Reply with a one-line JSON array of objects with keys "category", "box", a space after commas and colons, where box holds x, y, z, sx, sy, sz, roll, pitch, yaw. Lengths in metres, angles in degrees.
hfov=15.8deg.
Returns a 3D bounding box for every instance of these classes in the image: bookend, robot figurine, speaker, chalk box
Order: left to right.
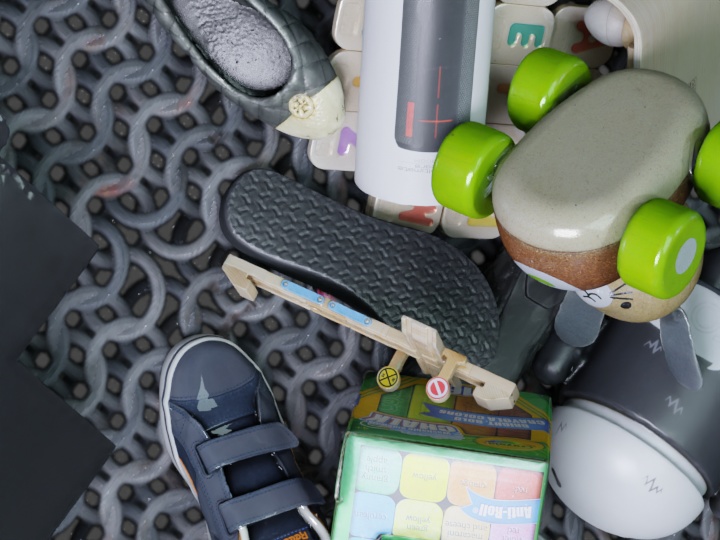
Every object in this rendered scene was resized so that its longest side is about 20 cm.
[{"category": "bookend", "box": [-0.215, 0.047, 1.499, 0.199, 0.092, 0.200, 43, 73, -24]}, {"category": "speaker", "box": [0.040, -0.143, 1.560, 0.081, 0.081, 0.201, -9, 117, -27]}, {"category": "chalk box", "box": [0.046, 0.148, 1.551, 0.124, 0.200, 0.125, 9, 101, 2]}, {"category": "robot figurine", "box": [0.202, 0.081, 1.703, 0.200, 0.150, 0.125, -56, 151, -15]}]

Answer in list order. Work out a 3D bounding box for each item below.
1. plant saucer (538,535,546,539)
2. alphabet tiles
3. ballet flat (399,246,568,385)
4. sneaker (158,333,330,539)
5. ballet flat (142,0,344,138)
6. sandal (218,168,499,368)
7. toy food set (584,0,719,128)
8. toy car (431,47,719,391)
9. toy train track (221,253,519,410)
[{"category": "plant saucer", "box": [0.073, 0.257, 1.684, 0.199, 0.050, 0.201, -2, 94, -28]}, {"category": "alphabet tiles", "box": [0.067, -0.114, 1.638, 0.195, 0.015, 0.201, 3, 113, -24]}, {"category": "ballet flat", "box": [0.077, 0.053, 1.680, 0.066, 0.057, 0.200, 43, 80, -9]}, {"category": "sneaker", "box": [-0.064, 0.136, 1.591, 0.078, 0.079, 0.201, -19, 100, -24]}, {"category": "ballet flat", "box": [-0.087, -0.148, 1.559, 0.066, 0.057, 0.200, -42, 107, 16]}, {"category": "sandal", "box": [0.000, 0.000, 1.634, 0.199, 0.045, 0.075, 29, 64, -8]}, {"category": "toy food set", "box": [0.187, -0.126, 1.667, 0.143, 0.060, 0.201, -41, 142, -42]}, {"category": "toy car", "box": [0.153, -0.008, 1.578, 0.158, 0.164, 0.201, -45, 143, -31]}, {"category": "toy train track", "box": [0.001, 0.045, 1.576, 0.199, 0.115, 0.033, 25, 77, 17]}]
